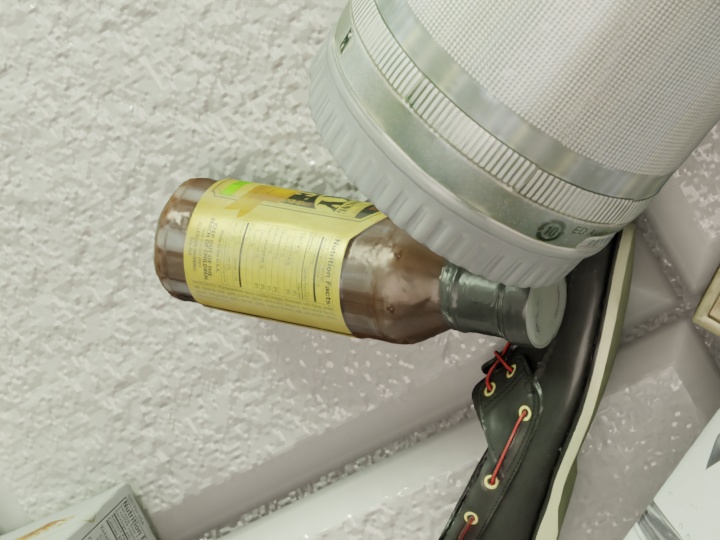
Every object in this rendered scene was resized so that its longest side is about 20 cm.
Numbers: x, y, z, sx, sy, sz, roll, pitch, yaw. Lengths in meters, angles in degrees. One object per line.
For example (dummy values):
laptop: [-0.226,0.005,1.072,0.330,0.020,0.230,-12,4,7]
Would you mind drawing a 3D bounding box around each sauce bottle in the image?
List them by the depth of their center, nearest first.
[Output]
sauce bottle: [0.000,0.000,1.224,0.199,0.065,0.065,11,113,28]

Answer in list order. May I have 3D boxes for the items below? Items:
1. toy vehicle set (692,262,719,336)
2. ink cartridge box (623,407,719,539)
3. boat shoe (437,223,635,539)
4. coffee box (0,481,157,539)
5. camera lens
toy vehicle set: [0.265,0.016,1.189,0.199,0.027,0.125,30,115,5]
ink cartridge box: [0.194,0.145,1.150,0.201,0.083,0.145,-57,49,19]
boat shoe: [0.082,0.065,1.239,0.063,0.074,0.202,19,116,7]
coffee box: [-0.186,0.258,1.327,0.199,0.198,0.201,-24,99,25]
camera lens: [0.090,-0.113,1.123,0.160,0.160,0.200,38,116,1]
